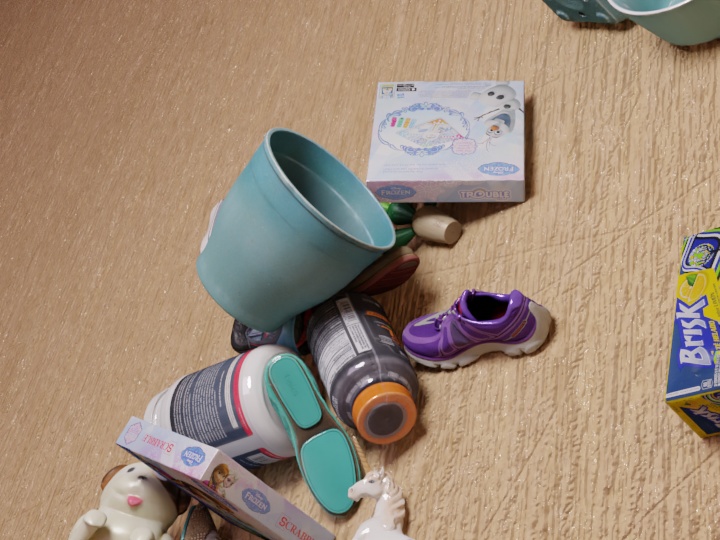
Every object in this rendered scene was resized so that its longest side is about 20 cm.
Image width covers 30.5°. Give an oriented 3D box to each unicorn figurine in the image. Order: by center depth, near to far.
[{"bbox_3d":[0.017,0.292,1.398,0.137,0.074,0.200,-43,45,-13],"label":"unicorn figurine"}]

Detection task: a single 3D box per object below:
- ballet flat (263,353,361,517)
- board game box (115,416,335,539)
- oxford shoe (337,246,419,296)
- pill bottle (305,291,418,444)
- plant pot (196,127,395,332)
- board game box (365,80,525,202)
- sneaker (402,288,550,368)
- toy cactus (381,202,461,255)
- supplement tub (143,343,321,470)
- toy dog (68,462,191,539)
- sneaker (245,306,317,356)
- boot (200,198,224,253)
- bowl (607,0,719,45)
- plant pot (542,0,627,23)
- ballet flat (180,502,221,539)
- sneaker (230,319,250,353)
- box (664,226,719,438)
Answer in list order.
[{"bbox_3d":[-0.052,0.190,1.539,0.067,0.201,0.070,-25,-9,-4],"label":"ballet flat"},{"bbox_3d":[-0.156,0.250,1.514,0.199,0.200,0.041,8,62,53],"label":"board game box"},{"bbox_3d":[0.000,0.000,1.670,0.200,0.070,0.075,-30,73,49],"label":"oxford shoe"},{"bbox_3d":[0.006,0.118,1.558,0.106,0.106,0.200,-41,33,9],"label":"pill bottle"},{"bbox_3d":[-0.093,-0.036,1.592,0.188,0.200,0.200,-46,30,21],"label":"plant pot"},{"bbox_3d":[0.114,-0.169,1.715,0.199,0.044,0.200,0,45,7],"label":"board game box"},{"bbox_3d":[0.123,0.053,1.514,0.199,0.083,0.081,-16,43,41],"label":"sneaker"},{"bbox_3d":[0.065,-0.080,1.736,0.200,0.102,0.165,-47,41,-17],"label":"toy cactus"},{"bbox_3d":[-0.159,0.182,1.646,0.199,0.140,0.141,-22,39,33],"label":"supplement tub"},{"bbox_3d":[-0.274,0.333,1.595,0.139,0.194,0.201,12,78,16],"label":"toy dog"},{"bbox_3d":[-0.103,0.048,1.733,0.095,0.080,0.200,-8,21,11],"label":"sneaker"},{"bbox_3d":[-0.186,-0.062,2.009,0.090,0.073,0.200,-38,32,24],"label":"boot"},{"bbox_3d":[0.408,-0.352,1.601,0.200,0.105,0.201,-27,40,25],"label":"bowl"},{"bbox_3d":[0.316,-0.439,1.743,0.196,0.196,0.201,20,78,56],"label":"plant pot"},{"bbox_3d":[-0.189,0.368,1.567,0.065,0.071,0.201,-1,52,16],"label":"ballet flat"},{"bbox_3d":[-0.140,0.019,1.801,0.060,0.104,0.200,35,96,30],"label":"sneaker"},{"bbox_3d":[0.343,0.055,1.265,0.064,0.070,0.201,-20,40,39],"label":"box"}]
